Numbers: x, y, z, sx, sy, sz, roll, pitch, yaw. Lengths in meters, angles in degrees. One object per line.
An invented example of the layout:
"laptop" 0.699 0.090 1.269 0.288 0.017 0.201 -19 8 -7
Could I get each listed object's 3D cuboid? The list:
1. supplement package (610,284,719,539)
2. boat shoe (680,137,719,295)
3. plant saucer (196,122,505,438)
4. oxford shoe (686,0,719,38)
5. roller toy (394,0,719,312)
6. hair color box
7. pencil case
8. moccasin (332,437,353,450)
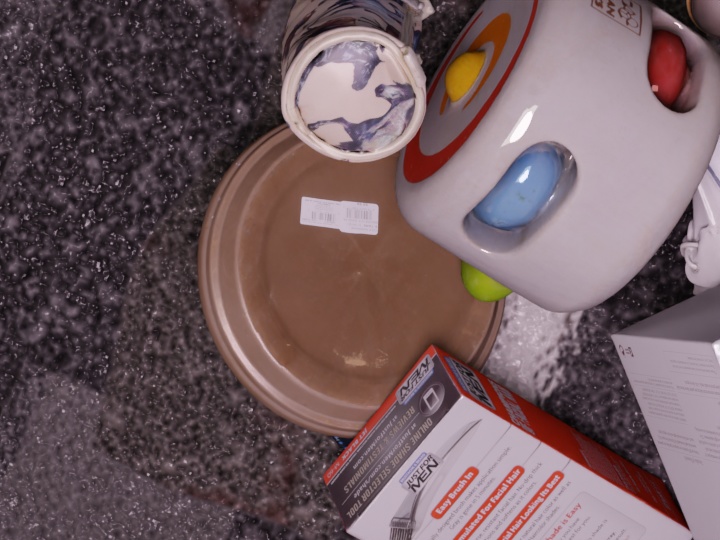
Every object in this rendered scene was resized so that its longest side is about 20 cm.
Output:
"supplement package" 0.262 0.100 1.492 0.146 0.191 0.201 -24 95 -10
"boat shoe" 0.225 -0.007 1.619 0.065 0.074 0.201 -28 93 9
"plant saucer" 0.000 0.000 1.626 0.199 0.029 0.201 3 81 -19
"oxford shoe" 0.242 -0.204 1.557 0.071 0.073 0.200 31 128 0
"roller toy" 0.110 -0.084 1.557 0.139 0.182 0.201 31 81 -16
"hair color box" 0.090 0.141 1.628 0.200 0.064 0.111 31 106 -31
"pencil case" -0.002 -0.123 1.564 0.089 0.200 0.078 -35 105 10
"moccasin" -0.030 0.027 1.671 0.080 0.068 0.201 -24 96 13
